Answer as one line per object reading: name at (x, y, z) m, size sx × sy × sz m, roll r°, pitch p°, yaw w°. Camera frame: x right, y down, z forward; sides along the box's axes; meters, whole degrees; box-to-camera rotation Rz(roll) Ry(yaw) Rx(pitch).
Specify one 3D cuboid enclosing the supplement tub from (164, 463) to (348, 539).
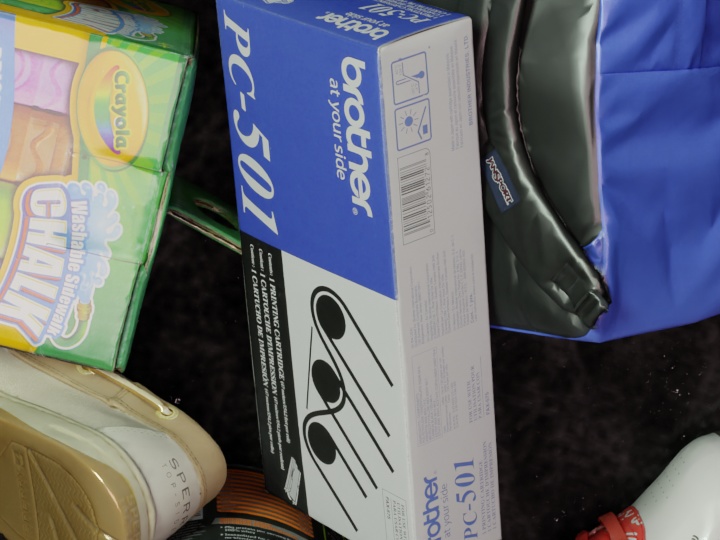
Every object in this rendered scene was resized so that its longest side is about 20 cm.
supplement tub at (-0.052, 0.147, 0.959) m, size 0.122 × 0.200 × 0.123 m, roll -1°, pitch 102°, yaw -3°

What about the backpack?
backpack at (0.081, -0.090, 0.937) m, size 0.167 × 0.162 × 0.201 m, roll -13°, pitch 102°, yaw -39°

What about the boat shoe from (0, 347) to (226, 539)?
boat shoe at (-0.128, 0.056, 0.964) m, size 0.069 × 0.200 × 0.074 m, roll -22°, pitch 125°, yaw -38°

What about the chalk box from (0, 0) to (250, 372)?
chalk box at (-0.126, -0.045, 0.952) m, size 0.199 × 0.125 × 0.124 m, roll 13°, pitch 102°, yaw -7°

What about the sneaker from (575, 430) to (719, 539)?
sneaker at (0.077, 0.143, 1.034) m, size 0.108 × 0.067 × 0.202 m, roll 22°, pitch 103°, yaw -10°

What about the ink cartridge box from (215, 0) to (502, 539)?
ink cartridge box at (0.000, 0.000, 0.903) m, size 0.044 × 0.094 × 0.201 m, roll -21°, pitch 118°, yaw -33°
